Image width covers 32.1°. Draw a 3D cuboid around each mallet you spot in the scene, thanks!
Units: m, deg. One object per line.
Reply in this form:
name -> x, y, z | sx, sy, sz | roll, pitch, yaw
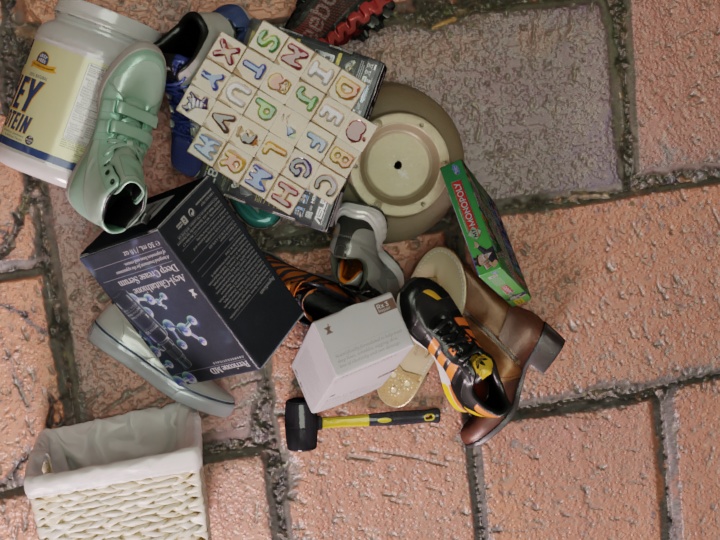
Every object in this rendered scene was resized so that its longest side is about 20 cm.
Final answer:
mallet -> 0.002, 0.197, 1.565 | 0.199, 0.041, 0.066 | 5, 95, -13

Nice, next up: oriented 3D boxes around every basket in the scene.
basket -> -0.271, 0.265, 1.453 | 0.199, 0.198, 0.161 | -11, 101, -7

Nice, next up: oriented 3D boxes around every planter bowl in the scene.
planter bowl -> 0.037, -0.127, 1.486 | 0.199, 0.135, 0.201 | -1, 96, -9

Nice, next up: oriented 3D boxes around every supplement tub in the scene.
supplement tub -> -0.317, -0.196, 1.423 | 0.145, 0.145, 0.201 | 20, 92, -10

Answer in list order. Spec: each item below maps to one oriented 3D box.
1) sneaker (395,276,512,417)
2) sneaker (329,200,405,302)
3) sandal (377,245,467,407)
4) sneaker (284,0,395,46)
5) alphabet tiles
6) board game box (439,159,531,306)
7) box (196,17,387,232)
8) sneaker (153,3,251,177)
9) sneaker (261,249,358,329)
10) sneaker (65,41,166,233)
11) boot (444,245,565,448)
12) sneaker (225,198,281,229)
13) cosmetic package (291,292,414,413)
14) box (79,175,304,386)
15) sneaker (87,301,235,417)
sneaker -> 0.118, 0.090, 1.461 | 0.070, 0.090, 0.200 | -40, 117, -21
sneaker -> 0.000, 0.000, 1.478 | 0.074, 0.200, 0.080 | 13, 62, 21
sandal -> 0.068, 0.077, 1.514 | 0.077, 0.070, 0.212 | 25, 108, 15
sneaker -> -0.057, -0.292, 1.476 | 0.200, 0.071, 0.098 | -37, 91, -21
alphabet tiles -> -0.091, -0.166, 1.361 | 0.200, 0.006, 0.167 | 31, 93, -3
board game box -> 0.149, -0.039, 1.460 | 0.029, 0.200, 0.135 | -21, 73, 12
box -> -0.077, -0.161, 1.397 | 0.161, 0.049, 0.201 | 19, 94, 4
sneaker -> -0.199, -0.208, 1.414 | 0.080, 0.115, 0.200 | 25, 109, 31
sneaker -> -0.093, 0.023, 1.493 | 0.199, 0.112, 0.078 | 11, 94, -9
sneaker -> -0.238, -0.135, 1.319 | 0.074, 0.118, 0.201 | 14, 105, -39
boot -> 0.124, 0.099, 1.558 | 0.200, 0.068, 0.189 | 35, 102, -4
sneaker -> -0.134, -0.147, 1.487 | 0.077, 0.080, 0.201 | -10, 98, -7
cosmetic package -> -0.013, 0.100, 1.451 | 0.101, 0.200, 0.074 | -21, 78, -15
box -> -0.189, 0.016, 1.413 | 0.200, 0.148, 0.107 | 55, 46, -20
sneaker -> -0.229, 0.104, 1.501 | 0.200, 0.073, 0.071 | 33, 95, -9
